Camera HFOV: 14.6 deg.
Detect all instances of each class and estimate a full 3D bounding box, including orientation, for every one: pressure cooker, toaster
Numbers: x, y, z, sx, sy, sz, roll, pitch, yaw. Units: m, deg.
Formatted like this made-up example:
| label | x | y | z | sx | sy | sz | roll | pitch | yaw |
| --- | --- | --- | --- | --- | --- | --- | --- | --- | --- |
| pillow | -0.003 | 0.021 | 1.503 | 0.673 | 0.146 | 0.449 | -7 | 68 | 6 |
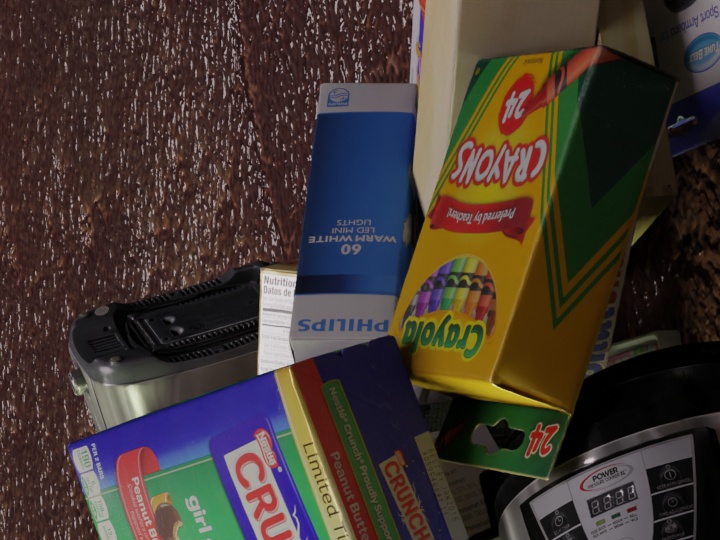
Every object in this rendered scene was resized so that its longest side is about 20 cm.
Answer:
| label | x | y | z | sx | sy | sz | roll | pitch | yaw |
| --- | --- | --- | --- | --- | --- | --- | --- | --- | --- |
| pressure cooker | 0.154 | 0.134 | 1.356 | 0.179 | 0.176 | 0.200 | 125 | 137 | -54 |
| toaster | -0.093 | 0.079 | 1.885 | 0.114 | 0.200 | 0.129 | -135 | 32 | -59 |

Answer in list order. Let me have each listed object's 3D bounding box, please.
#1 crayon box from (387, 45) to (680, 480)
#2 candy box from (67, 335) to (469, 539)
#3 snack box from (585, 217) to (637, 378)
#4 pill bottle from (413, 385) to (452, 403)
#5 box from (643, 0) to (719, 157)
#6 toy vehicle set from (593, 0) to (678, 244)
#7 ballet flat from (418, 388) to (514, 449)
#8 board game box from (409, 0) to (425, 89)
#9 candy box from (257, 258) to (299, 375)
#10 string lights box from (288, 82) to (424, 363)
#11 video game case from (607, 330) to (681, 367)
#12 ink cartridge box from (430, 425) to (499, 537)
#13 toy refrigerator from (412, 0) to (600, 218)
| label | x | y | z | sx | sy | sz | roll | pitch | yaw |
| --- | --- | --- | --- | --- | --- | --- | --- | --- | --- |
| crayon box | 0.074 | -0.005 | 1.349 | 0.127 | 0.051 | 0.200 | 1 | 71 | 65 |
| candy box | -0.040 | 0.137 | 1.400 | 0.200 | 0.077 | 0.169 | -21 | 88 | 47 |
| snack box | 0.112 | 0.012 | 1.465 | 0.200 | 0.024 | 0.072 | 96 | 164 | -48 |
| pill bottle | 0.043 | 0.145 | 1.659 | 0.114 | 0.114 | 0.200 | -175 | 83 | -64 |
| box | 0.170 | -0.161 | 1.463 | 0.119 | 0.041 | 0.200 | -23 | 73 | 63 |
| toy vehicle set | 0.122 | -0.070 | 1.506 | 0.200 | 0.026 | 0.124 | 119 | 144 | -72 |
| ballet flat | 0.027 | 0.090 | 1.577 | 0.074 | 0.200 | 0.074 | 175 | 90 | -90 |
| board game box | 0.065 | -0.093 | 1.606 | 0.135 | 0.045 | 0.200 | -108 | 16 | -49 |
| candy box | -0.018 | 0.092 | 1.777 | 0.055 | 0.115 | 0.200 | 6 | 99 | 26 |
| string lights box | 0.000 | 0.000 | 1.554 | 0.103 | 0.059 | 0.200 | 84 | -172 | -46 |
| video game case | 0.146 | 0.142 | 1.555 | 0.143 | 0.018 | 0.200 | -22 | 72 | 63 |
| ink cartridge box | 0.044 | 0.199 | 1.472 | 0.146 | 0.084 | 0.200 | -36 | 76 | 32 |
| toy refrigerator | 0.074 | -0.107 | 1.461 | 0.070 | 0.076 | 0.200 | -106 | 14 | -44 |
